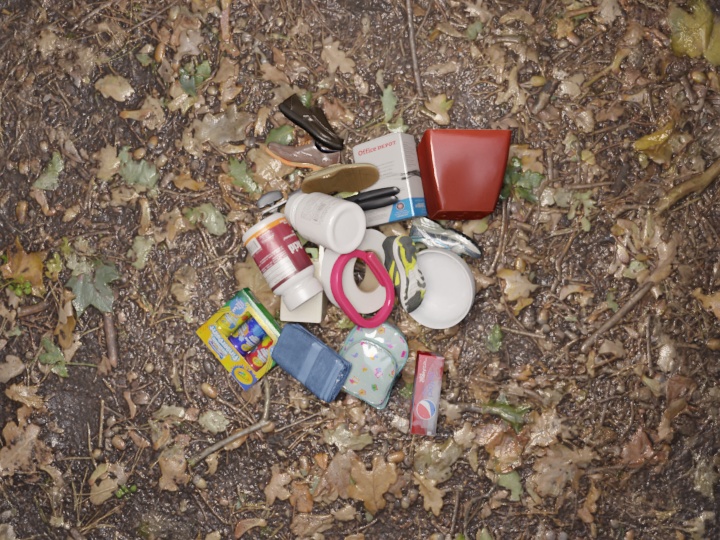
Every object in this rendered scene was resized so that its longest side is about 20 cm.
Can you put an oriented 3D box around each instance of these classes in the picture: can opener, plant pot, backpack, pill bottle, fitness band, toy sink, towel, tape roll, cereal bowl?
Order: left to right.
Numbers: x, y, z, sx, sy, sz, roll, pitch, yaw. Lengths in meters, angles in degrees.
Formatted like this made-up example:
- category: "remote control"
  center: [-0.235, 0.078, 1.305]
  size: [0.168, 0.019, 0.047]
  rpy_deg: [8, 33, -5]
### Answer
- category: "pill bottle"
  center: [-0.174, -0.017, 1.193]
  size: [0.113, 0.114, 0.202]
  rpy_deg: [-32, 90, 2]
- category: "can opener"
  center: [-0.175, -0.201, 1.346]
  size: [0.197, 0.053, 0.068]
  rpy_deg: [-28, 90, 1]
- category: "toy sink"
  center: [-0.141, 0.020, 1.313]
  size: [0.109, 0.130, 0.205]
  rpy_deg: [3, 92, 2]
- category: "towel"
  center: [-0.121, 0.220, 1.256]
  size: [0.198, 0.048, 0.113]
  rpy_deg: [32, 96, 24]
- category: "pill bottle"
  center: [-0.088, -0.118, 1.204]
  size: [0.113, 0.198, 0.117]
  rpy_deg: [-17, 117, -37]
- category: "tape roll"
  center: [0.000, 0.000, 1.281]
  size: [0.199, 0.070, 0.208]
  rpy_deg: [-4, 96, -41]
- category: "fitness band"
  center: [0.005, 0.043, 1.223]
  size: [0.144, 0.037, 0.201]
  rpy_deg: [-51, 123, -23]
- category: "can opener"
  center: [0.008, -0.165, 1.267]
  size: [0.197, 0.078, 0.065]
  rpy_deg: [-18, 57, 30]
- category: "backpack"
  center: [0.029, 0.221, 1.304]
  size: [0.173, 0.153, 0.203]
  rpy_deg: [27, 89, 6]
- category: "cereal bowl"
  center: [0.198, 0.038, 1.308]
  size: [0.196, 0.083, 0.205]
  rpy_deg: [9, 110, 27]
- category: "plant pot"
  center: [0.238, -0.218, 1.247]
  size: [0.195, 0.200, 0.181]
  rpy_deg: [1, 87, -1]

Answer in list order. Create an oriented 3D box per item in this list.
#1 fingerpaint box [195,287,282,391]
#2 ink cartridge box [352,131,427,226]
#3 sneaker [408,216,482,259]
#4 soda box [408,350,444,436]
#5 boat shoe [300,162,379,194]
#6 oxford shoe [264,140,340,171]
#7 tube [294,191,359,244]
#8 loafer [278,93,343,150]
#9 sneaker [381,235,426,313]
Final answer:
- category: "fingerpaint box"
  center: [-0.294, 0.175, 1.349]
  size: [0.166, 0.073, 0.201]
  rpy_deg: [-40, 90, 2]
- category: "ink cartridge box"
  center: [0.073, -0.222, 1.294]
  size: [0.143, 0.084, 0.205]
  rpy_deg: [-8, 91, 35]
- category: "sneaker"
  center: [0.214, -0.068, 1.337]
  size: [0.197, 0.078, 0.088]
  rpy_deg: [26, 104, 8]
- category: "soda box"
  center: [0.169, 0.314, 1.343]
  size: [0.068, 0.063, 0.205]
  rpy_deg: [7, 91, 1]
- category: "boat shoe"
  center: [-0.050, -0.233, 1.273]
  size: [0.195, 0.065, 0.072]
  rpy_deg: [-7, 131, 11]
- category: "oxford shoe"
  center: [-0.144, -0.302, 1.325]
  size: [0.195, 0.072, 0.074]
  rpy_deg: [15, 118, -6]
- category: "tube"
  center: [-0.087, -0.151, 1.350]
  size: [0.198, 0.052, 0.059]
  rpy_deg: [-32, 55, 6]
- category: "loafer"
  center: [-0.116, -0.383, 1.329]
  size: [0.198, 0.073, 0.072]
  rpy_deg: [37, 92, 0]
- category: "sneaker"
  center: [0.104, 0.004, 1.273]
  size: [0.073, 0.084, 0.204]
  rpy_deg: [-21, 114, -28]
